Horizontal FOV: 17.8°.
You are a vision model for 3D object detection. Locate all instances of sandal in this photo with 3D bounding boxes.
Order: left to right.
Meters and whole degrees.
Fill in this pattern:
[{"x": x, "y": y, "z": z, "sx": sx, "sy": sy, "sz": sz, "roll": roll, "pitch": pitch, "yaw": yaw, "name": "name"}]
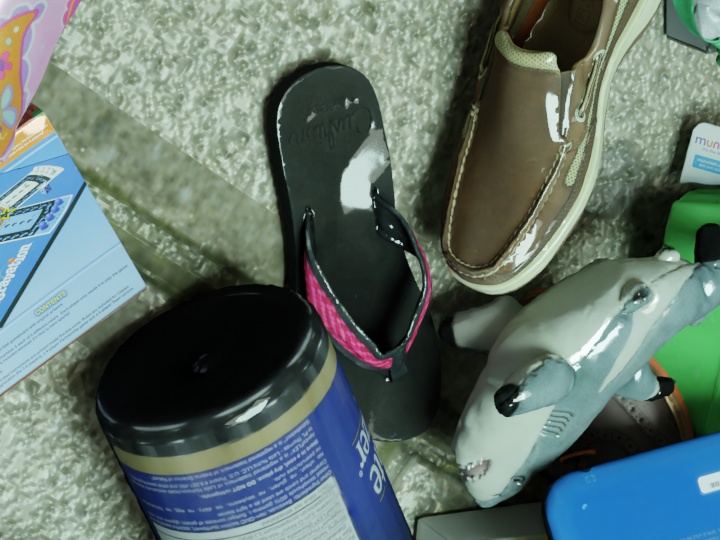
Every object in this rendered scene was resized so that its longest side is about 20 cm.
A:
[{"x": 0.000, "y": 0.000, "z": 1.093, "sx": 0.075, "sy": 0.045, "sz": 0.201, "roll": -24, "pitch": 118, "yaw": -23, "name": "sandal"}]

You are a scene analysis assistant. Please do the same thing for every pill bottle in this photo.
[{"x": -0.038, "y": 0.116, "z": 1.073, "sx": 0.112, "sy": 0.112, "sz": 0.200, "roll": -32, "pitch": 121, "yaw": -17, "name": "pill bottle"}]

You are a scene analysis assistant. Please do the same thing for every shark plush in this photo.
[{"x": 0.125, "y": 0.033, "z": 1.120, "sx": 0.200, "sy": 0.091, "sz": 0.083, "roll": -36, "pitch": 119, "yaw": -15, "name": "shark plush"}]

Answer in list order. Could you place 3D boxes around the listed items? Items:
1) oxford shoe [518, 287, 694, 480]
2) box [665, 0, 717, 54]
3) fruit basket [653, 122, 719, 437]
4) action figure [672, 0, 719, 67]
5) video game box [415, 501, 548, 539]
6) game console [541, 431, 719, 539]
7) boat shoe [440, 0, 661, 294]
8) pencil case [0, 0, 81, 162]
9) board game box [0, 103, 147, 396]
[{"x": 0.128, "y": 0.103, "z": 1.155, "sx": 0.072, "sy": 0.071, "sz": 0.200, "roll": -35, "pitch": 95, "yaw": -42, "name": "oxford shoe"}, {"x": 0.225, "y": -0.221, "z": 1.151, "sx": 0.155, "sy": 0.041, "sz": 0.201, "roll": -15, "pitch": 115, "yaw": -26, "name": "box"}, {"x": 0.245, "y": 0.036, "z": 1.175, "sx": 0.199, "sy": 0.094, "sz": 0.186, "roll": 14, "pitch": 103, "yaw": 11, "name": "fruit basket"}, {"x": 0.169, "y": -0.179, "z": 1.074, "sx": 0.118, "sy": 0.055, "sz": 0.201, "roll": -45, "pitch": 133, "yaw": -39, "name": "action figure"}, {"x": 0.114, "y": 0.212, "z": 1.239, "sx": 0.199, "sy": 0.047, "sz": 0.183, "roll": -4, "pitch": 111, "yaw": -30, "name": "video game box"}, {"x": 0.191, "y": 0.169, "z": 1.137, "sx": 0.199, "sy": 0.118, "sz": 0.171, "roll": -14, "pitch": 79, "yaw": -13, "name": "game console"}, {"x": 0.081, "y": -0.091, "z": 1.086, "sx": 0.075, "sy": 0.075, "sz": 0.203, "roll": 28, "pitch": 81, "yaw": -60, "name": "boat shoe"}, {"x": -0.141, "y": -0.146, "z": 0.938, "sx": 0.087, "sy": 0.087, "sz": 0.201, "roll": 24, "pitch": 93, "yaw": -35, "name": "pencil case"}, {"x": -0.197, "y": 0.025, "z": 1.001, "sx": 0.200, "sy": 0.019, "sz": 0.103, "roll": -37, "pitch": 124, "yaw": -15, "name": "board game box"}]
